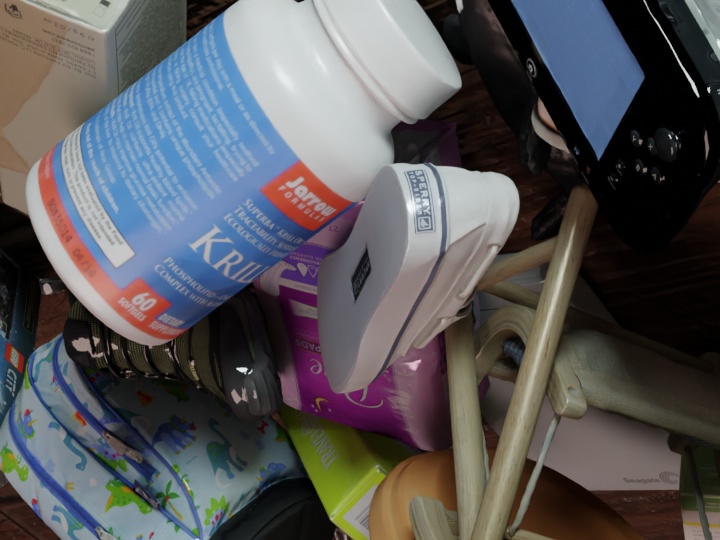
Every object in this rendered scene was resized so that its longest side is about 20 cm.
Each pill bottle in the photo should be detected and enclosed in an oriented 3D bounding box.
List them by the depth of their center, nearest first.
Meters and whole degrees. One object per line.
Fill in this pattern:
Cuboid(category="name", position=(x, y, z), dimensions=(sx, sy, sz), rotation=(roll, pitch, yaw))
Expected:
Cuboid(category="pill bottle", position=(-0.054, -0.062, 0.866), dimensions=(0.199, 0.113, 0.112), rotation=(-36, 120, 17))

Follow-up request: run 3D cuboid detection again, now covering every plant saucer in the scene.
Cuboid(category="plant saucer", position=(0.098, 0.160, 0.950), dimensions=(0.199, 0.201, 0.038), rotation=(30, 115, -6))

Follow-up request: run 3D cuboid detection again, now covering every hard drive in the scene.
Cuboid(category="hard drive", position=(0.115, 0.065, 1.086), dimensions=(0.131, 0.027, 0.200), rotation=(-6, 137, 42))

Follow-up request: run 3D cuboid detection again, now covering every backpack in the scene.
Cuboid(category="backpack", position=(-0.128, 0.121, 1.108), dimensions=(0.199, 0.163, 0.155), rotation=(25, 115, 25))

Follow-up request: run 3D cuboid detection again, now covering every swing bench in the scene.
Cuboid(category="swing bench", position=(0.140, 0.094, 0.895), dimensions=(0.197, 0.202, 0.129), rotation=(21, 154, -26))

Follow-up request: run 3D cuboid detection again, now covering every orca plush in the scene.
Cuboid(category="orca plush", position=(0.080, -0.072, 0.861), dimensions=(0.104, 0.071, 0.201), rotation=(15, 148, 18))

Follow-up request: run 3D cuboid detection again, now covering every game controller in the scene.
Cuboid(category="game controller", position=(0.087, -0.107, 0.726), dimensions=(0.201, 0.042, 0.105), rotation=(65, 151, 21))

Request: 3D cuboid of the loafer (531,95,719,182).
Cuboid(category="loafer", position=(0.176, -0.075, 0.785), dimensions=(0.198, 0.072, 0.063), rotation=(9, 123, 3))

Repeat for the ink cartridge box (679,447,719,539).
Cuboid(category="ink cartridge box", position=(0.272, 0.175, 1.091), dimensions=(0.144, 0.048, 0.201), rotation=(1, 140, 17))

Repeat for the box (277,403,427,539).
Cuboid(category="box", position=(0.009, 0.121, 1.117), dimensions=(0.122, 0.048, 0.200), rotation=(43, -174, -27))

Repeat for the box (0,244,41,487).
Cuboid(category="box", position=(-0.272, 0.035, 1.173), dimensions=(0.037, 0.201, 0.137), rotation=(-31, 123, 17))

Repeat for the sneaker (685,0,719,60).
Cuboid(category="sneaker", position=(0.184, -0.092, 0.692), dimensions=(0.115, 0.075, 0.201), rotation=(-37, 80, 45))

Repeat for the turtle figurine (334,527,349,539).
Cuboid(category="turtle figurine", position=(0.021, 0.191, 1.283), dimensions=(0.201, 0.100, 0.150), rotation=(54, 180, -36))

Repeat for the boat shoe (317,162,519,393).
Cuboid(category="boat shoe", position=(0.025, 0.009, 0.877), dimensions=(0.065, 0.074, 0.200), rotation=(-4, 163, -16))

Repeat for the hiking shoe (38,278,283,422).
Cuboid(category="hiking shoe", position=(-0.115, 0.041, 1.036), dimensions=(0.200, 0.100, 0.076), rotation=(40, 149, 55))

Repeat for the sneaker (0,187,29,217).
Cuboid(category="sneaker", position=(-0.219, -0.075, 1.102), dimensions=(0.198, 0.071, 0.076), rotation=(15, -171, -5))

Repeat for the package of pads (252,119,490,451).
Cuboid(category="package of pads", position=(0.000, 0.000, 0.998), dimensions=(0.119, 0.076, 0.201), rotation=(15, 137, 27))

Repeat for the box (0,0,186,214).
Cuboid(category="box", position=(-0.144, -0.108, 0.955), dimensions=(0.077, 0.095, 0.201), rotation=(23, 148, 8))
